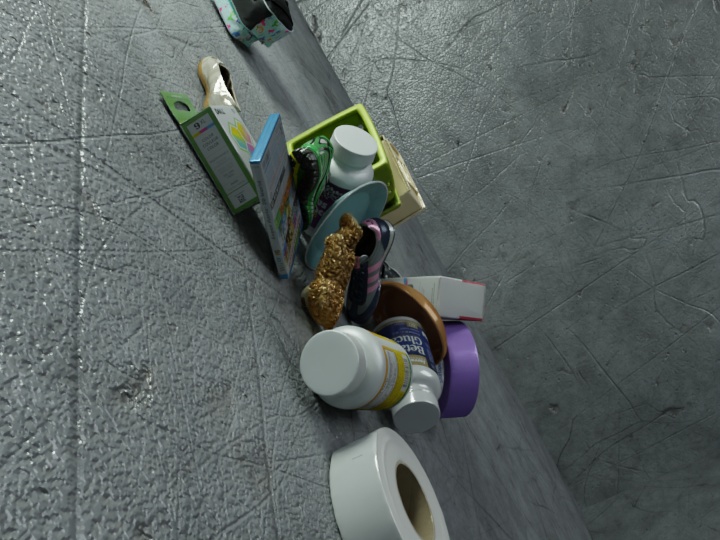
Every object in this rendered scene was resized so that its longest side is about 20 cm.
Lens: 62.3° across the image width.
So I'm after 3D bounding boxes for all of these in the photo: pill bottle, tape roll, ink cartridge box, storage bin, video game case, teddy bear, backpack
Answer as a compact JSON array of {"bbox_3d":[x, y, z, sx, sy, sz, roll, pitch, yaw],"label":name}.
[{"bbox_3d":[-0.004,0.140,0.841,0.114,0.112,0.200,66,14,21],"label":"pill bottle"},{"bbox_3d":[0.041,0.307,0.759,0.203,0.070,0.203,56,15,-23],"label":"tape roll"},{"bbox_3d":[0.181,0.208,1.261,0.200,0.065,0.203,180,-90,-75],"label":"tape roll"},{"bbox_3d":[-0.202,-0.189,0.885,0.201,0.059,0.104,59,13,-9],"label":"ink cartridge box"},{"bbox_3d":[0.083,0.187,1.075,0.111,0.110,0.201,52,16,-34],"label":"pill bottle"},{"bbox_3d":[0.024,-0.193,1.451,0.094,0.199,0.200,38,26,-54],"label":"storage bin"},{"bbox_3d":[-0.121,-0.110,0.889,0.144,0.018,0.202,-83,168,-50],"label":"video game case"},{"bbox_3d":[-0.048,-0.003,0.966,0.145,0.066,0.202,124,-16,-71],"label":"teddy bear"},{"bbox_3d":[0.148,0.062,1.291,0.146,0.199,0.087,8,82,-37],"label":"ink cartridge box"},{"bbox_3d":[-0.250,-0.626,1.411,0.179,0.150,0.200,64,20,2],"label":"backpack"},{"bbox_3d":[-0.042,-0.159,1.089,0.111,0.201,0.113,15,43,-14],"label":"pill bottle"}]

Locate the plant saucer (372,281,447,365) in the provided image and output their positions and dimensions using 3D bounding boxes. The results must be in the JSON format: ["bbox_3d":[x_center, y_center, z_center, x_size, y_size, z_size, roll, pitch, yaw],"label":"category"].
[{"bbox_3d":[0.100,0.103,1.204,0.199,0.037,0.201,35,-35,29],"label":"plant saucer"}]

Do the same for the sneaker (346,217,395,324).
[{"bbox_3d":[0.000,0.000,1.092,0.082,0.070,0.202,5,99,-57],"label":"sneaker"}]

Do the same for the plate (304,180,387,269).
[{"bbox_3d":[-0.029,-0.084,1.055,0.026,0.200,0.200,44,8,18],"label":"plate"}]

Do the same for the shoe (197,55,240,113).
[{"bbox_3d":[-0.238,-0.314,1.024,0.070,0.053,0.201,47,19,-46],"label":"shoe"}]

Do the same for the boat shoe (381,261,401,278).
[{"bbox_3d":[0.035,0.005,1.373,0.200,0.075,0.060,46,15,-12],"label":"boat shoe"}]

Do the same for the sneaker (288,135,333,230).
[{"bbox_3d":[-0.086,-0.142,1.010,0.078,0.200,0.085,41,55,8],"label":"sneaker"}]

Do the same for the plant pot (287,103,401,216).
[{"bbox_3d":[-0.027,-0.202,1.301,0.182,0.198,0.200,55,13,-54],"label":"plant pot"}]
